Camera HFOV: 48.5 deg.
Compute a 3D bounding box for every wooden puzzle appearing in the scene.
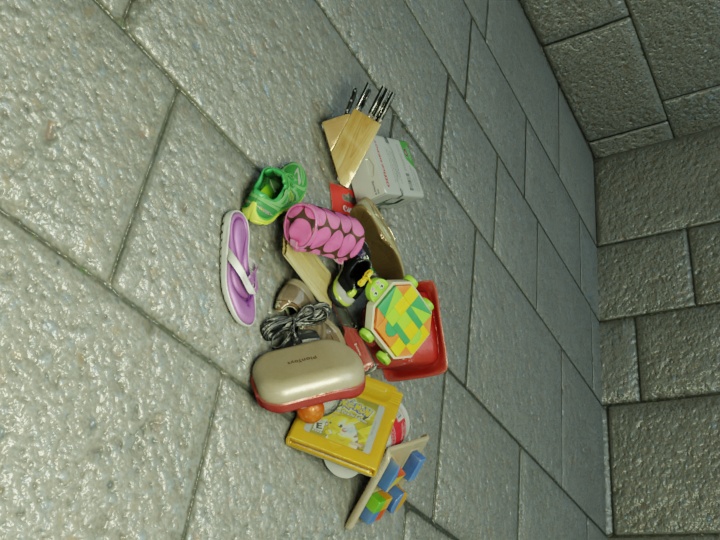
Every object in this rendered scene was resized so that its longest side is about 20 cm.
[{"bbox_3d":[0.065,0.425,1.594,0.199,0.046,0.187,-1,120,-62],"label":"wooden puzzle"}]

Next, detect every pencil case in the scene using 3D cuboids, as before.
[{"bbox_3d":[-0.067,-0.067,1.492,0.095,0.090,0.199,-60,152,9],"label":"pencil case"}]

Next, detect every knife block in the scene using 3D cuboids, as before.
[{"bbox_3d":[0.010,-0.296,1.729,0.064,0.173,0.203,-126,-160,-86],"label":"knife block"}]

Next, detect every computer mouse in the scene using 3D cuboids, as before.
[{"bbox_3d":[-0.094,0.167,1.464,0.053,0.137,0.203,171,-100,-75],"label":"computer mouse"}]

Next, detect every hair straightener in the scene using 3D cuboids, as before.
[{"bbox_3d":[-0.024,0.121,1.603,0.201,0.041,0.077,58,2,22],"label":"hair straightener"}]

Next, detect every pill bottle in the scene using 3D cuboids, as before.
[{"bbox_3d":[0.010,0.327,1.571,0.199,0.111,0.114,-23,99,-60],"label":"pill bottle"}]

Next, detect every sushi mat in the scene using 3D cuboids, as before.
[{"bbox_3d":[-0.099,-0.009,1.523,0.201,0.012,0.097,56,24,-47],"label":"sushi mat"}]

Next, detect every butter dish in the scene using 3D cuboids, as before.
[{"bbox_3d":[0.066,0.133,1.689,0.146,0.199,0.203,-1,80,-42],"label":"butter dish"}]

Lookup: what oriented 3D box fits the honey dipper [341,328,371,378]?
[{"bbox_3d":[0.009,0.198,1.610,0.038,0.038,0.202,35,26,-50],"label":"honey dipper"}]

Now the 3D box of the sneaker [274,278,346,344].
[{"bbox_3d":[-0.101,0.110,1.522,0.076,0.070,0.201,-52,123,-31],"label":"sneaker"}]

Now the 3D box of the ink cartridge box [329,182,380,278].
[{"bbox_3d":[0.000,-0.087,1.772,0.160,0.049,0.204,11,72,-59],"label":"ink cartridge box"}]

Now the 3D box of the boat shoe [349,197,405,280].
[{"bbox_3d":[0.047,-0.064,1.731,0.202,0.070,0.065,63,32,-20],"label":"boat shoe"}]

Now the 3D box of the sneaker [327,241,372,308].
[{"bbox_3d":[0.000,0.000,1.608,0.072,0.082,0.201,43,37,-20],"label":"sneaker"}]

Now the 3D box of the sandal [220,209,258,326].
[{"bbox_3d":[-0.203,-0.006,1.381,0.082,0.049,0.206,2,79,-60],"label":"sandal"}]

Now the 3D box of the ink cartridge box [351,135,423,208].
[{"bbox_3d":[0.053,-0.228,1.862,0.199,0.083,0.148,-3,74,-60],"label":"ink cartridge box"}]

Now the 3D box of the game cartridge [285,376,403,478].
[{"bbox_3d":[-0.025,0.270,1.487,0.201,0.174,0.033,-65,172,-46],"label":"game cartridge"}]

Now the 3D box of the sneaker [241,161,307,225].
[{"bbox_3d":[-0.148,-0.155,1.485,0.073,0.084,0.200,28,37,5],"label":"sneaker"}]

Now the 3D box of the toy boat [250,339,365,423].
[{"bbox_3d":[-0.087,0.208,1.390,0.131,0.197,0.132,-123,-154,-56],"label":"toy boat"}]

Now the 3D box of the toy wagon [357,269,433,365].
[{"bbox_3d":[0.062,0.082,1.562,0.156,0.039,0.201,-49,125,-18],"label":"toy wagon"}]

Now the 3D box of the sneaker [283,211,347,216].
[{"bbox_3d":[-0.088,-0.082,1.607,0.199,0.075,0.081,3,90,-53],"label":"sneaker"}]
